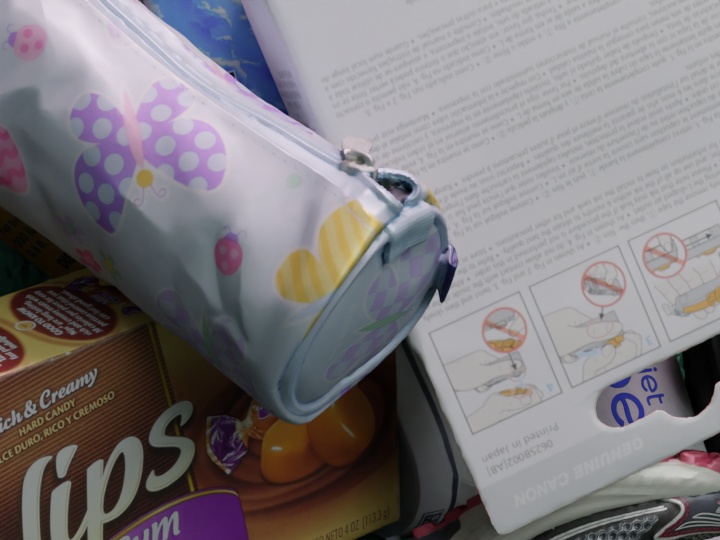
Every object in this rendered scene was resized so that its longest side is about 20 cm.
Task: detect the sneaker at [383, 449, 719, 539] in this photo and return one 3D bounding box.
[{"bbox_3d":[0.048,0.118,0.932,0.200,0.081,0.075,-25,79,7],"label":"sneaker"}]

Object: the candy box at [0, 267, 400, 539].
[{"bbox_3d":[-0.080,0.059,0.902,0.200,0.056,0.117,-20,121,-35],"label":"candy box"}]

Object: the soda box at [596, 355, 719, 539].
[{"bbox_3d":[0.083,0.057,1.025,0.068,0.063,0.201,-8,72,-30],"label":"soda box"}]

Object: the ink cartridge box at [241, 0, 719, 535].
[{"bbox_3d":[0.072,-0.037,0.897,0.162,0.057,0.200,-24,103,-7],"label":"ink cartridge box"}]

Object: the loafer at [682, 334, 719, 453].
[{"bbox_3d":[0.149,0.040,1.031,0.073,0.072,0.201,-13,95,-30],"label":"loafer"}]

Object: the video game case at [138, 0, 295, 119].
[{"bbox_3d":[0.014,-0.137,0.925,0.199,0.045,0.182,-15,94,-8],"label":"video game case"}]

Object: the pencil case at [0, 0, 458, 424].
[{"bbox_3d":[-0.067,-0.037,0.849,0.200,0.091,0.083,35,52,21],"label":"pencil case"}]

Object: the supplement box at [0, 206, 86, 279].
[{"bbox_3d":[-0.137,-0.067,0.957,0.200,0.067,0.069,39,58,-8],"label":"supplement box"}]

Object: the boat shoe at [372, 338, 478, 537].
[{"bbox_3d":[0.000,0.000,1.007,0.065,0.074,0.201,-16,87,-38],"label":"boat shoe"}]
